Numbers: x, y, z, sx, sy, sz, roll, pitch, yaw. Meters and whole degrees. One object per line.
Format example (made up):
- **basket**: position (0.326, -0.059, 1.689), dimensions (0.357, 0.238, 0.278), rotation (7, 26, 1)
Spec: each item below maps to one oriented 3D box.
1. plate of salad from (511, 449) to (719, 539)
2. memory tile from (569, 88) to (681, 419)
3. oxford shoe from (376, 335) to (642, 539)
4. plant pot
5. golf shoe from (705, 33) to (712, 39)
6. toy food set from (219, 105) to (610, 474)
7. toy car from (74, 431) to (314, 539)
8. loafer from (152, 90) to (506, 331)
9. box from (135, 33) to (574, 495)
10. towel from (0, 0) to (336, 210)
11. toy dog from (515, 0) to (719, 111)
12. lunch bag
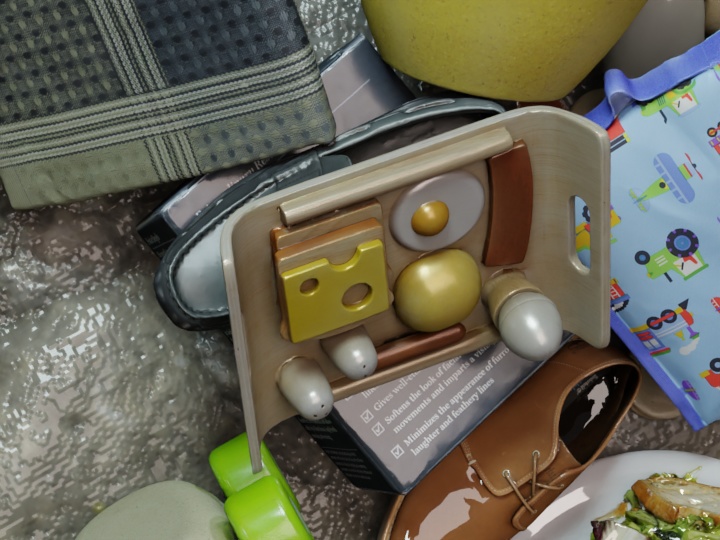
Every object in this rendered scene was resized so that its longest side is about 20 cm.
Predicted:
- **plate of salad**: position (0.146, 0.174, 1.136), dimensions (0.200, 0.200, 0.048), rotation (-40, 136, -14)
- **memory tile**: position (0.206, -0.020, 1.244), dimensions (0.153, 0.017, 0.200), rotation (-12, 89, -14)
- **oxford shoe**: position (0.082, 0.113, 1.164), dimensions (0.200, 0.071, 0.071), rotation (-50, 115, -14)
- **plant pot**: position (0.072, -0.169, 1.077), dimensions (0.200, 0.200, 0.142), rotation (8, 108, -13)
- **golf shoe**: position (0.219, -0.154, 1.220), dimensions (0.088, 0.077, 0.200), rotation (-26, 81, -7)
- **toy food set**: position (0.029, 0.014, 1.024), dimensions (0.200, 0.060, 0.144), rotation (-20, 133, -15)
- **toy car**: position (-0.073, 0.217, 1.097), dimensions (0.164, 0.158, 0.200), rotation (-30, 105, -2)
- **loafer**: position (-0.013, -0.034, 1.052), dimensions (0.200, 0.070, 0.068), rotation (-30, 93, -15)
- **box**: position (0.000, 0.000, 1.144), dimensions (0.148, 0.107, 0.200), rotation (-41, 97, -13)
- **towel**: position (-0.127, -0.132, 1.049), dimensions (0.200, 0.035, 0.193), rotation (-10, 116, 23)
- **toy dog**: position (0.154, -0.107, 1.161), dimensions (0.132, 0.096, 0.200), rotation (-2, 93, 16)
- **lunch bag**: position (0.185, -0.032, 1.115), dimensions (0.150, 0.094, 0.200), rotation (-31, 124, 22)
